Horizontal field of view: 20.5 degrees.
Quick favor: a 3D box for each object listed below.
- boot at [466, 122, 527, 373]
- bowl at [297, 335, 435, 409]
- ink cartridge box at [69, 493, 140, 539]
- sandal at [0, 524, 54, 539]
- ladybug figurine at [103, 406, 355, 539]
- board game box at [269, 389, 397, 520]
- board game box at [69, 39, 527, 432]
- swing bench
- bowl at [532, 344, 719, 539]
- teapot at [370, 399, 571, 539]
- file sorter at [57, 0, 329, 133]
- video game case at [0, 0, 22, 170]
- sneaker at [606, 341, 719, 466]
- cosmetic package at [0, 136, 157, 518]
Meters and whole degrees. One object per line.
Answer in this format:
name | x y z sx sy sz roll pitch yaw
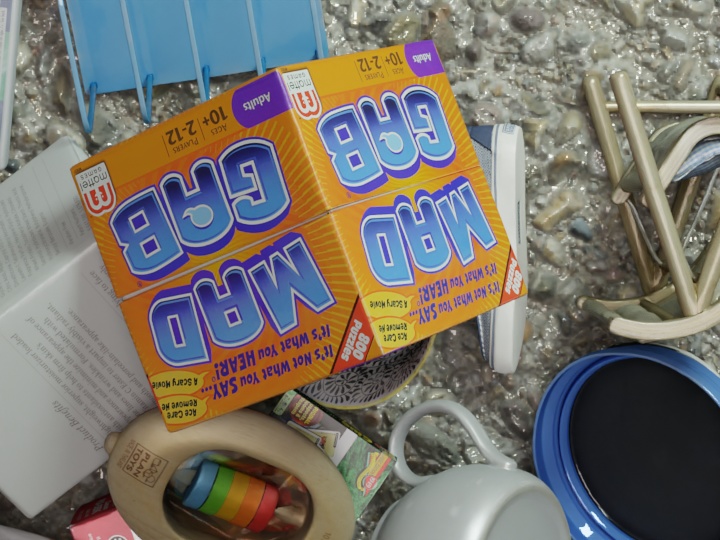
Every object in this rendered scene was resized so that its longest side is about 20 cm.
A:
boot | 0.086 -0.018 1.603 0.090 0.073 0.201 0 93 13
bowl | 0.000 0.000 1.565 0.200 0.094 0.201 9 107 31
ink cartridge box | -0.113 0.227 1.602 0.200 0.083 0.147 -22 94 1
sandal | -0.301 0.215 1.602 0.206 0.059 0.079 14 124 17
ladybug figurine | -0.099 0.159 1.485 0.200 0.072 0.136 28 106 -17
board game box | -0.069 0.200 1.549 0.105 0.023 0.200 34 92 -5
board game box | -0.041 -0.027 1.408 0.200 0.200 0.200 -22 88 35
swing bench | 0.241 -0.052 1.530 0.129 0.199 0.201 0 95 -1
bowl | 0.230 0.152 1.572 0.200 0.039 0.201 15 117 33
teapot | 0.068 0.239 1.578 0.146 0.200 0.198 4 134 35
file sorter | -0.129 -0.195 1.528 0.199 0.123 0.139 -8 117 0
video game case | -0.362 -0.188 1.573 0.182 0.023 0.201 8 108 -2
sneaker | 0.279 0.117 1.596 0.200 0.079 0.074 30 93 13
cosmetic package | -0.238 0.042 1.517 0.200 0.165 0.165 -36 126 2
